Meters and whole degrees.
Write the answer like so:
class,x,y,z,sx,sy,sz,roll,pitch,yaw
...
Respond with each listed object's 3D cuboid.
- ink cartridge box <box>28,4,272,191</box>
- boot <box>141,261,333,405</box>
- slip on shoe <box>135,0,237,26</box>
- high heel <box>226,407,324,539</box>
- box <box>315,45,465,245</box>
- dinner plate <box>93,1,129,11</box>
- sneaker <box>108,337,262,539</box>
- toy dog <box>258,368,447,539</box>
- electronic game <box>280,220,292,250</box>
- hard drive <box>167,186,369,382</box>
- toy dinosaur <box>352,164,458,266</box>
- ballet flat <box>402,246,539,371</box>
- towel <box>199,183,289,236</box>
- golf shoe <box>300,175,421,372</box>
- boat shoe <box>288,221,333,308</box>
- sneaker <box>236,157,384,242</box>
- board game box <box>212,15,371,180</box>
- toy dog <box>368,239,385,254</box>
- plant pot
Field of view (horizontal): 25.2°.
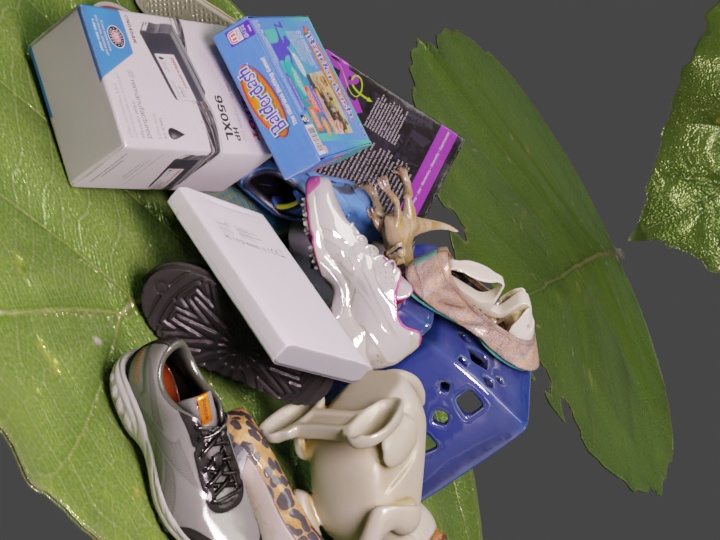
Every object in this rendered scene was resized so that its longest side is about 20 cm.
class,x,y,z,sx,sy,sz,roll,pitch,yaw
ink cartridge box,-0.191,-0.157,1.501,0.199,0.084,0.146,-2,68,-52
boot,-0.118,0.033,1.515,0.210,0.080,0.158,35,19,-24
slip on shoe,-0.162,-0.250,1.753,0.200,0.074,0.061,43,11,9
high heel,-0.060,0.213,1.432,0.200,0.071,0.143,40,34,-29
box,-0.002,-0.132,1.729,0.199,0.144,0.036,32,-17,-14
dinner plate,-0.219,-0.179,1.631,0.201,0.024,0.201,51,21,-29
sneaker,-0.134,0.147,1.305,0.074,0.079,0.201,-22,83,-49
toy dog,0.007,0.208,1.524,0.194,0.138,0.202,-45,126,-58
electronic game,-0.109,-0.091,1.766,0.200,0.041,0.201,55,24,-40
hard drive,-0.083,0.013,1.458,0.131,0.027,0.200,19,29,-54
toy dinosaur,0.039,-0.051,1.656,0.102,0.058,0.200,68,20,-5
ballet flat,0.130,0.038,1.614,0.199,0.067,0.068,32,30,-34
towel,-0.152,-0.111,1.622,0.201,0.022,0.146,62,28,2
golf shoe,0.000,0.000,1.566,0.075,0.091,0.202,-15,89,-87
boat shoe,-0.040,0.003,1.709,0.201,0.071,0.066,-95,-177,-55
sneaker,-0.052,-0.067,1.637,0.199,0.066,0.079,30,28,-32
board game box,-0.063,-0.175,1.594,0.153,0.045,0.200,63,17,-1
toy dog,0.003,-0.001,1.829,0.132,0.096,0.200,50,-13,16
plant pot,0.051,0.104,1.695,0.180,0.199,0.201,47,24,-17
